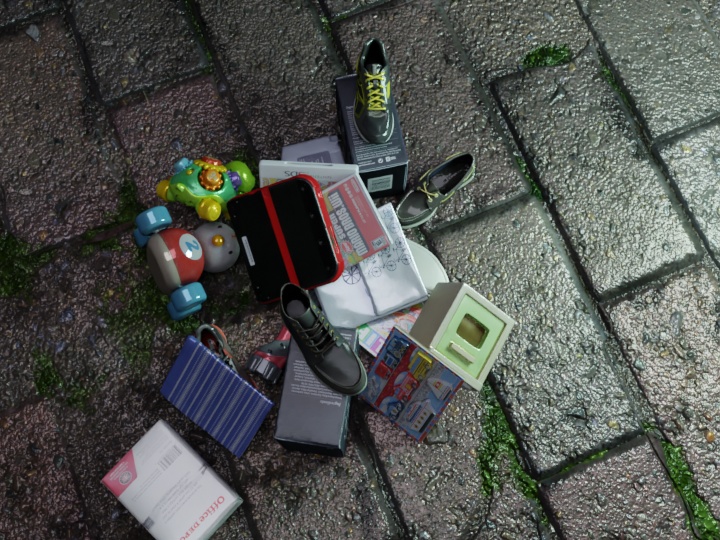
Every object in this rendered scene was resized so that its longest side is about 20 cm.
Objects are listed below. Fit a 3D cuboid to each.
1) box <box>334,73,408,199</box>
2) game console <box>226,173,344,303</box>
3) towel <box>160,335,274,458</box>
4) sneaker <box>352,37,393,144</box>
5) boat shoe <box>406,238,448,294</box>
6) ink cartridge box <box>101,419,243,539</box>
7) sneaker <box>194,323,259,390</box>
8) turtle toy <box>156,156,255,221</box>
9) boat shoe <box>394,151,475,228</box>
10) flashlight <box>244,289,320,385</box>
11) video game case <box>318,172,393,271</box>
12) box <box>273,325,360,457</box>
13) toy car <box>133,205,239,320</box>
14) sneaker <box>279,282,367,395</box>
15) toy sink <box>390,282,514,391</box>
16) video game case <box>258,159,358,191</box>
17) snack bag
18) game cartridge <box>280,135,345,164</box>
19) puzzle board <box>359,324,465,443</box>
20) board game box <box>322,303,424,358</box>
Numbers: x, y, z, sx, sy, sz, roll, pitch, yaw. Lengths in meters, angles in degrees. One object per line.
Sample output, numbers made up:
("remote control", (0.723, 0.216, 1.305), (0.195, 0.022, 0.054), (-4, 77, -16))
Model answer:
("box", (0.019, -0.256, 1.716), (0.103, 0.148, 0.202), (-10, 74, -3))
("game console", (-0.133, -0.057, 1.608), (0.175, 0.031, 0.202), (-17, 93, 17))
("towel", (-0.258, 0.224, 1.600), (0.199, 0.024, 0.145), (37, 117, 10))
("sneaker", (0.019, -0.326, 1.617), (0.074, 0.085, 0.202), (-5, 73, -1))
("boat shoe", (0.077, -0.016, 1.688), (0.199, 0.062, 0.075), (34, 66, 4))
("ink cartridge box", (-0.325, 0.384, 1.562), (0.200, 0.083, 0.147), (42, 78, 12))
("sneaker", (-0.249, 0.182, 1.621), (0.077, 0.082, 0.201), (-33, 76, -9))
("turtle toy", (-0.275, -0.160, 1.681), (0.145, 0.199, 0.102), (24, 104, 27))
("boat shoe", (0.140, -0.159, 1.732), (0.201, 0.061, 0.072), (-40, 77, -11))
("flashlight", (-0.137, 0.108, 1.652), (0.067, 0.068, 0.201), (26, 77, 9))
("video game case", (-0.059, -0.066, 1.612), (0.199, 0.017, 0.144), (-28, 91, 14))
("box", (-0.071, 0.210, 1.553), (0.116, 0.197, 0.202), (7, 74, 3))
("toy car", (-0.289, -0.038, 1.653), (0.199, 0.177, 0.186), (-25, 85, -20))
("sneaker", (-0.067, 0.113, 1.423), (0.075, 0.106, 0.200), (-40, 76, -9))
("toy sink", (0.161, 0.139, 1.591), (0.130, 0.112, 0.201), (36, 76, -19))
("video game case", (-0.094, -0.104, 1.660), (0.180, 0.202, 0.023), (4, 31, 6))
("snack bag", (0.000, 0.000, 1.633), (0.198, 0.021, 0.190), (-21, 90, 5))
("game cartridge", (-0.084, -0.157, 1.746), (0.132, 0.041, 0.202), (-12, 74, -7))
("puzzle board", (0.081, 0.203, 1.565), (0.150, 0.201, 0.017), (37, 44, 11))
("board game box", (0.044, 0.093, 1.672), (0.199, 0.034, 0.135), (37, 77, 10))
